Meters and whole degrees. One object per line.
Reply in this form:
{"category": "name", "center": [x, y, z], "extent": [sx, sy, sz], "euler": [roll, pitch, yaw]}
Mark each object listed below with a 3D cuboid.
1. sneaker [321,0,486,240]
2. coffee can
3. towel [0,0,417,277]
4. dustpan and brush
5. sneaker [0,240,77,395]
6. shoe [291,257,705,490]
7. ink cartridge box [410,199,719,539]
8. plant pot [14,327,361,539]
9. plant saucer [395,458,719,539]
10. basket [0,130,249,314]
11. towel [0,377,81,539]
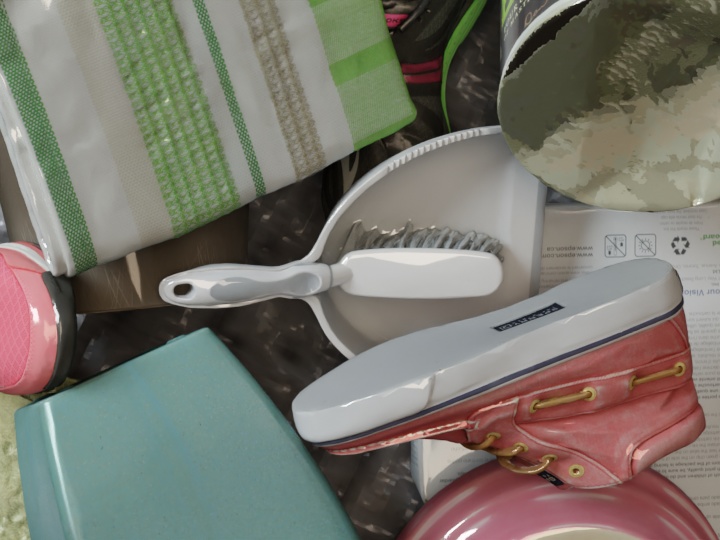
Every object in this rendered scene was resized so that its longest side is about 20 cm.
{"category": "sneaker", "center": [0.013, -0.110, 0.874], "extent": [0.076, 0.084, 0.202], "euler": [8, 81, 35]}
{"category": "coffee can", "center": [0.139, -0.152, 0.826], "extent": [0.145, 0.147, 0.201], "euler": [9, 50, -7]}
{"category": "towel", "center": [-0.077, -0.100, 0.777], "extent": [0.199, 0.031, 0.151], "euler": [-25, 109, -25]}
{"category": "dustpan and brush", "center": [0.000, 0.000, 0.822], "extent": [0.198, 0.057, 0.141], "euler": [-1, 109, -9]}
{"category": "sneaker", "center": [-0.214, 0.016, 0.796], "extent": [0.086, 0.199, 0.075], "euler": [-8, 111, -47]}
{"category": "shoe", "center": [0.071, 0.070, 0.807], "extent": [0.198, 0.071, 0.092], "euler": [-20, 105, -10]}
{"category": "ink cartridge box", "center": [0.124, 0.063, 0.910], "extent": [0.197, 0.041, 0.202], "euler": [-1, 91, -7]}
{"category": "plant pot", "center": [-0.082, 0.139, 0.814], "extent": [0.140, 0.141, 0.202], "euler": [-23, 91, -21]}
{"category": "plant saucer", "center": [0.104, 0.193, 0.870], "extent": [0.198, 0.051, 0.203], "euler": [-2, 104, -7]}
{"category": "basket", "center": [-0.122, -0.084, 0.838], "extent": [0.179, 0.135, 0.202], "euler": [-8, 94, -43]}
{"category": "towel", "center": [-0.217, 0.136, 0.865], "extent": [0.147, 0.036, 0.202], "euler": [18, 84, -7]}
